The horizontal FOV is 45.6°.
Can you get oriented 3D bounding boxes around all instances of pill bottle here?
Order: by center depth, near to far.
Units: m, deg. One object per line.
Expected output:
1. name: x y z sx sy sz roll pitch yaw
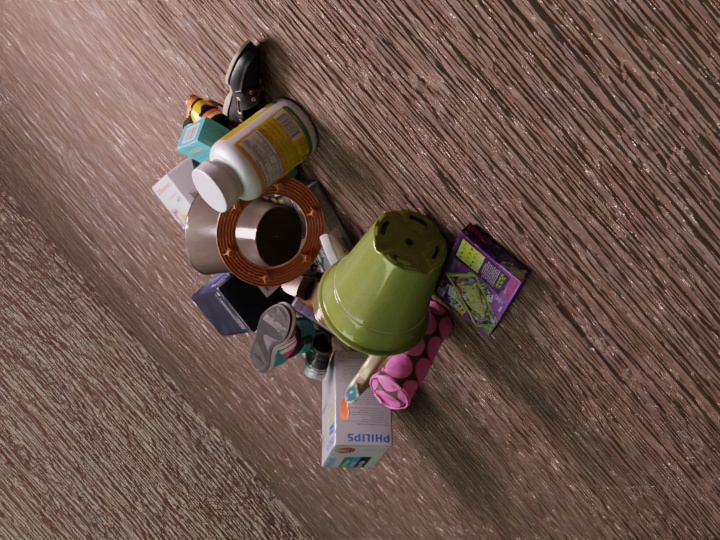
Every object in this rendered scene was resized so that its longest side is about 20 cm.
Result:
1. pill bottle: -0.176 -0.187 1.415 0.113 0.200 0.113 36 152 22

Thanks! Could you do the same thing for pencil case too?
1. pencil case: 0.086 0.147 1.476 0.093 0.200 0.091 -22 114 47

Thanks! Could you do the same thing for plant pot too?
1. plant pot: 0.050 0.006 1.378 0.200 0.200 0.190 43 143 11

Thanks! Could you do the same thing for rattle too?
1. rattle: -0.015 0.175 1.674 0.143 0.200 0.130 48 155 0

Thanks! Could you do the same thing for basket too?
1. basket: -0.216 -0.072 1.607 0.199 0.182 0.136 7 176 43

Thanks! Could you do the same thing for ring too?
1. ring: -0.153 -0.067 1.497 0.201 0.200 0.019 61 168 -26

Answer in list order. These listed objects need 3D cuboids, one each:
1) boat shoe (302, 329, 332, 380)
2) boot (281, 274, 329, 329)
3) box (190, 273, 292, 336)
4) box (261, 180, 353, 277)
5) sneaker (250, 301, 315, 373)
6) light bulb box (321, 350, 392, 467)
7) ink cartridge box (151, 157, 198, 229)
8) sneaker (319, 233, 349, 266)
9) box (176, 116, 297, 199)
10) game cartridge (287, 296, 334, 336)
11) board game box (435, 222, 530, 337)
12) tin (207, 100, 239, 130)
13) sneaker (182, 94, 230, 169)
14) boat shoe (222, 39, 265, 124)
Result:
1. boat shoe: -0.085 0.162 1.822 0.072 0.071 0.200 19 -164 -13
2. boot: -0.045 0.070 1.659 0.199 0.077 0.155 24 -179 33
3. box: -0.227 0.029 1.806 0.123 0.200 0.198 52 154 -11
4. box: -0.094 -0.076 1.622 0.158 0.048 0.201 11 137 53
5. sneaker: -0.139 0.119 1.713 0.084 0.120 0.200 49 138 18
6. light bulb box: -0.011 0.298 1.814 0.124 0.201 0.198 3 155 -9
7. ink cartridge box: -0.361 -0.143 1.911 0.200 0.085 0.144 54 155 -10
8. sneaker: 0.000 0.000 1.548 0.200 0.084 0.073 56 -176 -30
9. box: -0.216 -0.195 1.509 0.199 0.049 0.082 28 159 -33
10. game cartridge: -0.097 0.095 1.805 0.129 0.039 0.200 29 173 -11
11. board game box: 0.186 0.019 1.336 0.120 0.032 0.200 46 156 15
12. tin: -0.247 -0.253 1.629 0.199 0.042 0.112 32 146 30
13. sneaker: -0.293 -0.246 1.600 0.090 0.070 0.200 46 151 17
14. boat shoe: -0.185 -0.305 1.418 0.063 0.074 0.202 36 155 4
